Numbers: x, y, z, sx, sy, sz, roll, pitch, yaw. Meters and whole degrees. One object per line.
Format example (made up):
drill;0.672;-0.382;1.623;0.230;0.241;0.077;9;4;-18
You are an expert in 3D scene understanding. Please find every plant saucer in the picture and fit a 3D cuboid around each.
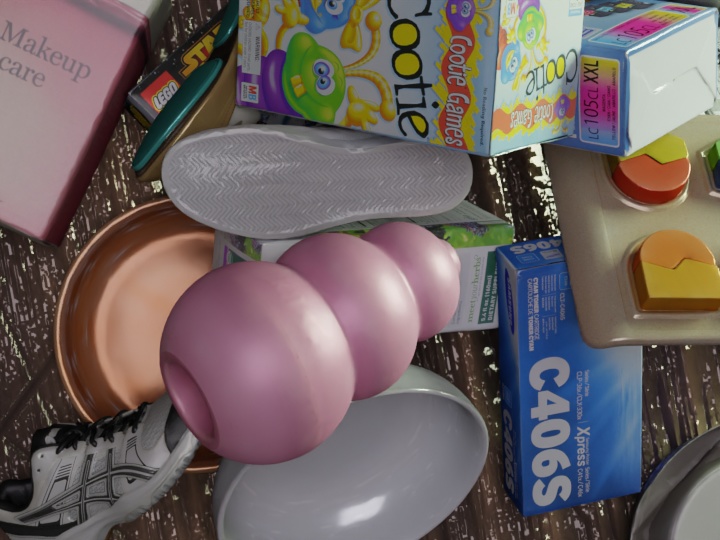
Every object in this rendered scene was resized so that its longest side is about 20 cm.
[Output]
plant saucer;-0.120;0.045;1.120;0.200;0.037;0.201;0;88;-5

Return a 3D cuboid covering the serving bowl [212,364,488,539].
serving bowl;-0.015;0.130;1.076;0.200;0.200;0.066;-24;50;-6

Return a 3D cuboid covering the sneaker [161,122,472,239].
sneaker;-0.036;-0.070;1.032;0.199;0.116;0.074;0;105;-12

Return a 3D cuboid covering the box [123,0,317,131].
box;-0.052;-0.138;1.113;0.137;0.040;0.200;46;73;-3

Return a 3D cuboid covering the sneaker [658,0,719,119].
sneaker;0.257;-0.151;1.146;0.114;0.075;0.200;-43;91;-3

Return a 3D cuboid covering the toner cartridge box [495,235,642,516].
toner cartridge box;0.149;0.073;1.101;0.095;0.043;0.200;-11;116;-13

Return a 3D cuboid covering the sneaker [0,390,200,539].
sneaker;-0.180;0.131;1.056;0.088;0.076;0.200;42;111;-10

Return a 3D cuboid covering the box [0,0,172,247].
box;-0.230;-0.132;1.076;0.128;0.109;0.200;25;86;-4

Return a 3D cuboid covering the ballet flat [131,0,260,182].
ballet flat;-0.082;-0.133;1.051;0.063;0.069;0.200;34;74;-21

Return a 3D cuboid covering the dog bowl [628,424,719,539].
dog bowl;0.292;0.206;1.150;0.199;0.059;0.201;0;89;-7

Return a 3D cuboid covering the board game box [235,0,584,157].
board game box;0.029;-0.145;0.988;0.200;0.105;0.103;15;110;34

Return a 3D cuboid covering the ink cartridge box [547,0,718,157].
ink cartridge box;0.127;-0.145;1.069;0.136;0.200;0.077;-29;123;-47

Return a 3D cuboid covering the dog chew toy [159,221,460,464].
dog chew toy;-0.022;0.034;0.954;0.200;0.124;0.125;-28;92;-24

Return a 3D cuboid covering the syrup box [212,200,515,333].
syrup box;0.000;0.000;1.070;0.200;0.081;0.079;-5;111;-30

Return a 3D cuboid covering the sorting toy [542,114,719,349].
sorting toy;0.235;-0.035;1.044;0.199;0.037;0.186;-3;58;-7
